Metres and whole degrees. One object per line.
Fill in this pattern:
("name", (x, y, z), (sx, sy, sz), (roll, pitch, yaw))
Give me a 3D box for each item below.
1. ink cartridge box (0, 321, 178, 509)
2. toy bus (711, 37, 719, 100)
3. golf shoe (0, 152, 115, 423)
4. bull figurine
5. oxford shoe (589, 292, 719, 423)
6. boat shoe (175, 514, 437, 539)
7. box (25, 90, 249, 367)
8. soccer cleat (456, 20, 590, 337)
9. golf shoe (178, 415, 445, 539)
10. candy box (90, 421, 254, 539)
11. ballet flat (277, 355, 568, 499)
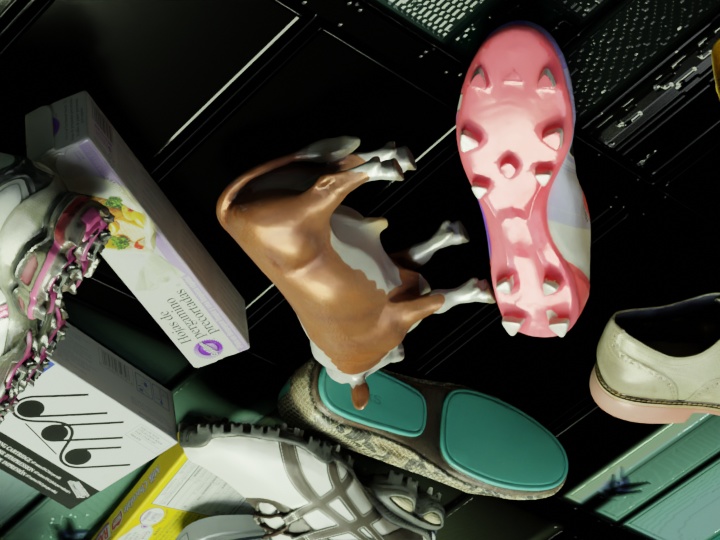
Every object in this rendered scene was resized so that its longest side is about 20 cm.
("ink cartridge box", (-0.209, 0.067, 1.148), (0.094, 0.044, 0.200), (-32, 134, 20))
("toy bus", (0.309, -0.073, 1.048), (0.199, 0.136, 0.192), (-22, 151, 9))
("golf shoe", (-0.203, 0.015, 1.033), (0.092, 0.073, 0.200), (33, 127, 4))
("bull figurine", (0.000, 0.000, 1.102), (0.121, 0.065, 0.200), (-27, 137, 14))
("oxford shoe", (0.247, 0.052, 1.207), (0.199, 0.071, 0.074), (-6, 136, -6))
("boat shoe", (-0.031, 0.203, 1.293), (0.199, 0.067, 0.074), (-3, 143, -29))
("box", (-0.122, -0.019, 1.073), (0.038, 0.042, 0.200), (-20, 139, 13))
("soccer cleat", (0.096, -0.055, 1.072), (0.066, 0.077, 0.201), (1, 123, 18))
("golf shoe", (-0.035, 0.155, 1.209), (0.199, 0.095, 0.078), (26, 164, -28))
("candy box", (-0.121, 0.177, 1.300), (0.102, 0.027, 0.200), (14, 133, -33))
("ballet flat", (0.036, 0.103, 1.235), (0.199, 0.068, 0.075), (20, 152, -23))
